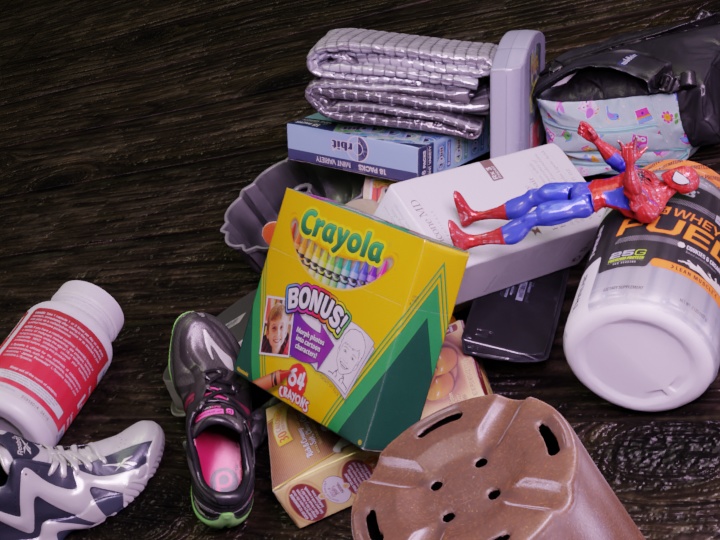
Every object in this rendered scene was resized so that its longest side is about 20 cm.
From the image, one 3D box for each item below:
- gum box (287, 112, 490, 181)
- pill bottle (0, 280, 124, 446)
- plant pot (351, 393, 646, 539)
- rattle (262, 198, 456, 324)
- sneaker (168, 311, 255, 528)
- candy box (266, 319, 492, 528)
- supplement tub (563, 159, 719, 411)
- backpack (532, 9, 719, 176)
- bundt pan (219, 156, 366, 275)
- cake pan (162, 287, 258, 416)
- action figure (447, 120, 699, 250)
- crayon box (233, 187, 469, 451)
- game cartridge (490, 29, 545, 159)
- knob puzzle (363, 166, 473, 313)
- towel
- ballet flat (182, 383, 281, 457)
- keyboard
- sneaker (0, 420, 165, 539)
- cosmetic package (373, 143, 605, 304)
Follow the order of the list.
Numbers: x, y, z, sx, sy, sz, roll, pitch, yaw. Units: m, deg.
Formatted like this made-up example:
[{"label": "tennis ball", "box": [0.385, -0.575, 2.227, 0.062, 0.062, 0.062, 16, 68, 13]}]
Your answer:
[{"label": "gum box", "box": [0.047, -0.152, 1.422, 0.169, 0.045, 0.200, 15, 28, 33]}, {"label": "pill bottle", "box": [-0.346, 0.108, 1.440, 0.112, 0.112, 0.200, -8, 37, 34]}, {"label": "plant pot", "box": [0.100, 0.199, 0.829, 0.200, 0.199, 0.201, -23, 31, 14]}, {"label": "rattle", "box": [0.000, 0.000, 1.270, 0.200, 0.142, 0.131, 9, 84, 63]}, {"label": "sneaker", "box": [-0.126, 0.127, 1.168, 0.076, 0.084, 0.201, -8, 70, -16]}, {"label": "candy box", "box": [0.018, 0.133, 1.139, 0.199, 0.055, 0.116, -25, 31, 8]}, {"label": "supplement tub", "box": [0.245, 0.006, 1.063, 0.122, 0.123, 0.200, -9, 36, 32]}, {"label": "backpack", "box": [0.272, -0.168, 1.294, 0.199, 0.127, 0.167, -5, 25, 35]}, {"label": "bundt pan", "box": [-0.052, -0.061, 1.467, 0.201, 0.076, 0.202, -23, 31, 15]}, {"label": "cake pan", "box": [-0.121, 0.070, 1.318, 0.200, 0.037, 0.200, -34, 13, 9]}, {"label": "action figure", "box": [0.163, -0.075, 1.030, 0.199, 0.099, 0.065, -7, 38, 18]}, {"label": "crayon box", "box": [-0.014, 0.037, 1.099, 0.200, 0.058, 0.173, 23, 100, 50]}, {"label": "game cartridge", "box": [0.164, -0.179, 1.345, 0.041, 0.134, 0.200, -1, 18, 15]}, {"label": "knob puzzle", "box": [0.087, -0.040, 1.301, 0.219, 0.031, 0.220, -5, 45, 5]}, {"label": "towel", "box": [0.048, -0.201, 1.375, 0.199, 0.086, 0.166, 7, 17, 5]}, {"label": "ballet flat", "box": [-0.098, 0.119, 1.259, 0.066, 0.057, 0.200, -6, 37, 42]}, {"label": "keyboard", "box": [0.121, 0.019, 1.186, 0.127, 0.021, 0.200, 14, 32, 9]}, {"label": "sneaker", "box": [-0.294, 0.186, 1.260, 0.199, 0.130, 0.079, -35, 31, -9]}, {"label": "cosmetic package", "box": [0.115, -0.040, 1.165, 0.200, 0.074, 0.102, -17, 63, -35]}]
